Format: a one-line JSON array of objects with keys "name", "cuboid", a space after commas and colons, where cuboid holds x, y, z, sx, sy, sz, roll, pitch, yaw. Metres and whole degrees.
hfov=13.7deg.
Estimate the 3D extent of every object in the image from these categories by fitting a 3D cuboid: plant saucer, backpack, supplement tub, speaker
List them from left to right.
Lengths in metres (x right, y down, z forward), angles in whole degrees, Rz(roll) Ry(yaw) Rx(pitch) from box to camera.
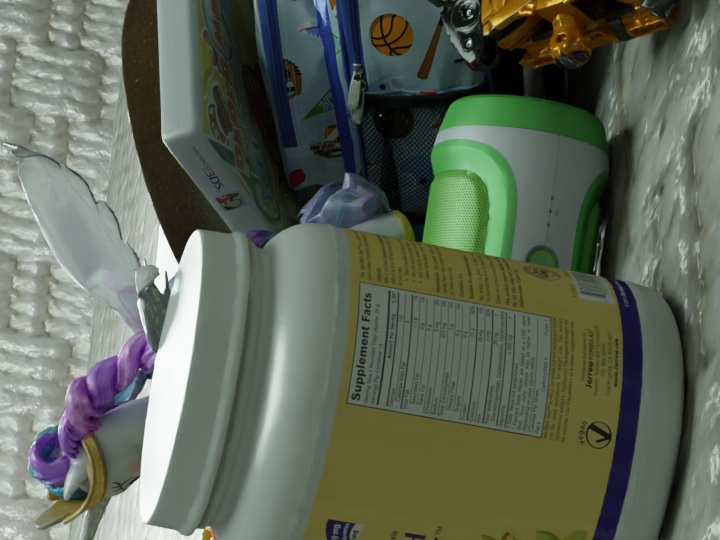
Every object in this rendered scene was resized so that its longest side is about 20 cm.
[{"name": "plant saucer", "cuboid": [-0.065, -0.057, 1.557, 0.200, 0.037, 0.201, -17, -90, -74]}, {"name": "supplement tub", "cuboid": [0.019, 0.061, 1.234, 0.145, 0.200, 0.146, -170, 90, -81]}, {"name": "backpack", "cuboid": [0.023, -0.135, 1.483, 0.200, 0.154, 0.191, -95, 4, -55]}, {"name": "speaker", "cuboid": [0.062, 0.025, 1.367, 0.088, 0.088, 0.200, 144, 135, -76]}]

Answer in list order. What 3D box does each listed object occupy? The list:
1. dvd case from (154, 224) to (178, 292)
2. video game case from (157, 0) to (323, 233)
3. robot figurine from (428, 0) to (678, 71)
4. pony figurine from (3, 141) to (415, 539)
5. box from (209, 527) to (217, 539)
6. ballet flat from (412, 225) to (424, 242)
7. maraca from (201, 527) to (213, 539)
[{"name": "dvd case", "cuboid": [-0.086, 0.016, 1.798, 0.150, 0.025, 0.200, -121, 30, -43]}, {"name": "video game case", "cuboid": [-0.055, -0.092, 1.519, 0.182, 0.023, 0.200, 54, -156, -48]}, {"name": "robot figurine", "cuboid": [0.097, -0.178, 1.339, 0.145, 0.058, 0.200, -14, 64, 34]}, {"name": "pony figurine", "cuboid": [-0.072, 0.028, 1.392, 0.167, 0.200, 0.193, -127, 21, -47]}, {"name": "box", "cuboid": [-0.023, 0.135, 1.401, 0.200, 0.050, 0.075, -178, 69, -75]}, {"name": "ballet flat", "cuboid": [0.045, 0.034, 1.556, 0.200, 0.074, 0.074, -93, 16, -60]}, {"name": "maraca", "cuboid": [-0.033, 0.148, 1.669, 0.137, 0.107, 0.200, 55, 172, 9]}]
